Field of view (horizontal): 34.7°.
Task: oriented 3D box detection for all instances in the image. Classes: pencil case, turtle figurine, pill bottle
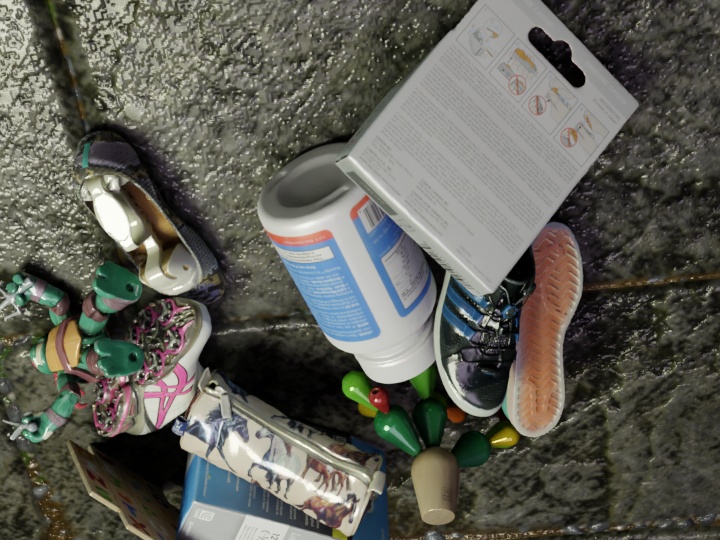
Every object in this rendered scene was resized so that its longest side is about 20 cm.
[{"bbox_3d":[-0.071,0.166,1.059,0.198,0.078,0.090,26,151,8],"label":"pencil case"},{"bbox_3d":[-0.270,0.068,1.051,0.199,0.100,0.152,-22,85,42],"label":"turtle figurine"},{"bbox_3d":[0.000,0.000,0.996,0.111,0.113,0.201,-18,124,12],"label":"pill bottle"}]

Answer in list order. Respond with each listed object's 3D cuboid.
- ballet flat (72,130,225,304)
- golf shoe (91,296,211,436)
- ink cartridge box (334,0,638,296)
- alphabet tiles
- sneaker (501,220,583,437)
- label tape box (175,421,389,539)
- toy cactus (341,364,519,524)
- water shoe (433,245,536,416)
[{"bbox_3d":[-0.186,-0.026,1.001,0.071,0.072,0.201,-23,124,15],"label":"ballet flat"},{"bbox_3d":[-0.180,0.088,1.085,0.091,0.073,0.200,3,146,-36],"label":"golf shoe"},{"bbox_3d":[0.101,-0.107,0.913,0.162,0.057,0.201,42,77,-14],"label":"ink cartridge box"},{"bbox_3d":[-0.210,0.232,1.128,0.166,0.200,0.006,39,86,-26],"label":"alphabet tiles"},{"bbox_3d":[0.152,0.047,1.066,0.070,0.080,0.203,-1,107,-20],"label":"sneaker"},{"bbox_3d":[-0.074,0.217,1.138,0.198,0.144,0.066,19,124,-15],"label":"label tape box"},{"bbox_3d":[0.076,0.153,1.081,0.199,0.167,0.102,28,133,-32],"label":"toy cactus"},{"bbox_3d":[0.108,0.024,0.977,0.071,0.079,0.203,1,88,-20],"label":"water shoe"}]
